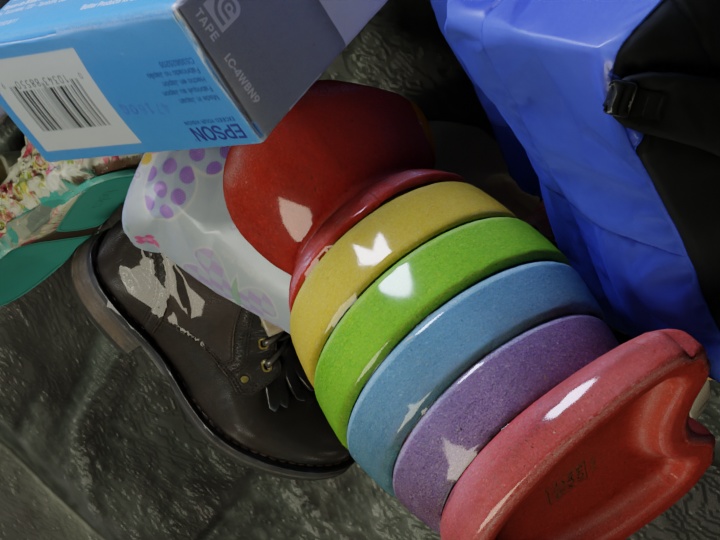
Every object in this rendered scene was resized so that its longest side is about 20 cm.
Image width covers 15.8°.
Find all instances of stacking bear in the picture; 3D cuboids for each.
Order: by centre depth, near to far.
[{"bbox_3d":[0.024,0.010,0.949,0.200,0.113,0.122,51,171,26],"label":"stacking bear"}]

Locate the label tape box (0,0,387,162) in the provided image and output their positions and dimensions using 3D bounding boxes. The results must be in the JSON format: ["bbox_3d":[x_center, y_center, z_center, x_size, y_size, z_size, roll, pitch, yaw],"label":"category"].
[{"bbox_3d":[-0.037,-0.130,0.989,0.143,0.200,0.066,-3,128,51],"label":"label tape box"}]

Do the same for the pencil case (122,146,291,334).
[{"bbox_3d":[0.000,0.000,1.054,0.199,0.083,0.091,32,170,15],"label":"pencil case"}]

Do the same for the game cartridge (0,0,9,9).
[{"bbox_3d":[-0.146,-0.143,1.143,0.199,0.133,0.041,21,142,26],"label":"game cartridge"}]

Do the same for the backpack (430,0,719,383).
[{"bbox_3d":[0.129,-0.067,0.955,0.168,0.162,0.200,30,158,51],"label":"backpack"}]

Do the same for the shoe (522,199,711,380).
[{"bbox_3d":[0.156,0.021,1.074,0.200,0.091,0.072,39,145,3],"label":"shoe"}]

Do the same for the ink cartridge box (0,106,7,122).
[{"bbox_3d":[-0.244,-0.056,1.269,0.068,0.200,0.116,48,144,-10],"label":"ink cartridge box"}]

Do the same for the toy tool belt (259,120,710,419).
[{"bbox_3d":[0.047,0.038,1.155,0.200,0.123,0.125,45,155,-12],"label":"toy tool belt"}]

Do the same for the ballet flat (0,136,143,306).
[{"bbox_3d":[-0.162,-0.042,1.339,0.200,0.075,0.064,-36,70,50],"label":"ballet flat"}]

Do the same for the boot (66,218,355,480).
[{"bbox_3d":[-0.036,0.011,1.264,0.200,0.069,0.174,38,135,-18],"label":"boot"}]
